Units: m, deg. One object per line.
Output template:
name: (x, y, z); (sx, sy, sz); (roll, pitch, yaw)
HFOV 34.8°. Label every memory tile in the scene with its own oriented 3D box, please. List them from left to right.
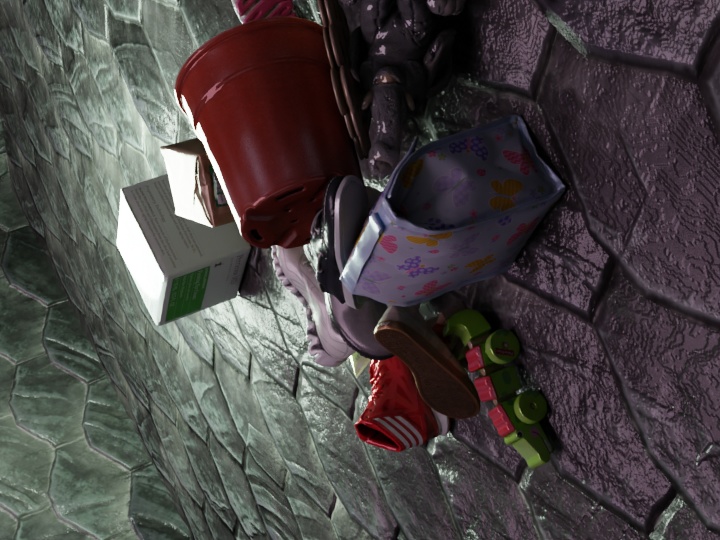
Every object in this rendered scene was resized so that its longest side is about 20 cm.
memory tile: (-0.020, -0.233, 1.248); (0.153, 0.017, 0.202); (63, -164, -65)

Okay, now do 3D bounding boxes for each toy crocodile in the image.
toy crocodile: (0.162, 0.136, 1.333); (0.201, 0.061, 0.067); (66, 156, 8)

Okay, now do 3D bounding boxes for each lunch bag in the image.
lunch bag: (0.082, -0.057, 1.185); (0.128, 0.199, 0.170); (59, 155, 20)

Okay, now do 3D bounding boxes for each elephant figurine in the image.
elephant figurine: (0.036, -0.222, 1.202); (0.141, 0.154, 0.202); (29, 127, 44)

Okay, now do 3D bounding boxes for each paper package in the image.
paper package: (-0.154, -0.142, 1.597); (0.190, 0.198, 0.104); (17, 121, 63)

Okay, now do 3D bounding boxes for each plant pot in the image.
plant pot: (-0.089, -0.144, 1.298); (0.201, 0.199, 0.197); (116, 139, -58)

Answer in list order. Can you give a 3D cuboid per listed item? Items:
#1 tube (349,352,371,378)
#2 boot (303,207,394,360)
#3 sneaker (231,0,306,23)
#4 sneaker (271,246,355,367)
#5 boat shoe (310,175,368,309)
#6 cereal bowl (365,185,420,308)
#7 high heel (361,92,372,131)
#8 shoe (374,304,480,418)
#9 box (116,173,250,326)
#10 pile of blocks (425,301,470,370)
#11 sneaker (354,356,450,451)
tube: (-0.005, 0.074, 1.586); (0.200, 0.051, 0.059); (-122, 27, -63)
boot: (0.000, 0.000, 1.368); (0.201, 0.069, 0.132); (58, 148, 15)
sneaker: (-0.114, -0.326, 1.479); (0.200, 0.074, 0.088); (47, -178, -40)
sneaker: (-0.051, 0.022, 1.498); (0.081, 0.075, 0.201); (-32, 81, 53)
boat shoe: (-0.027, -0.031, 1.255); (0.060, 0.076, 0.201); (20, 142, 20)
cereal bowl: (0.024, -0.019, 1.477); (0.200, 0.083, 0.201); (45, 146, 42)
high heel: (-0.002, -0.255, 1.410); (0.200, 0.071, 0.144); (-130, 54, -67)
shoe: (0.087, 0.106, 1.370); (0.069, 0.054, 0.200); (-14, 133, 32)
box: (-0.324, -0.046, 2.080); (0.201, 0.170, 0.199); (59, 154, 19)
pile of blocks: (0.086, 0.102, 1.465); (0.083, 0.062, 0.200); (68, 156, 4)
sneaker: (0.027, 0.158, 1.567); (0.200, 0.115, 0.079); (52, 151, 33)
